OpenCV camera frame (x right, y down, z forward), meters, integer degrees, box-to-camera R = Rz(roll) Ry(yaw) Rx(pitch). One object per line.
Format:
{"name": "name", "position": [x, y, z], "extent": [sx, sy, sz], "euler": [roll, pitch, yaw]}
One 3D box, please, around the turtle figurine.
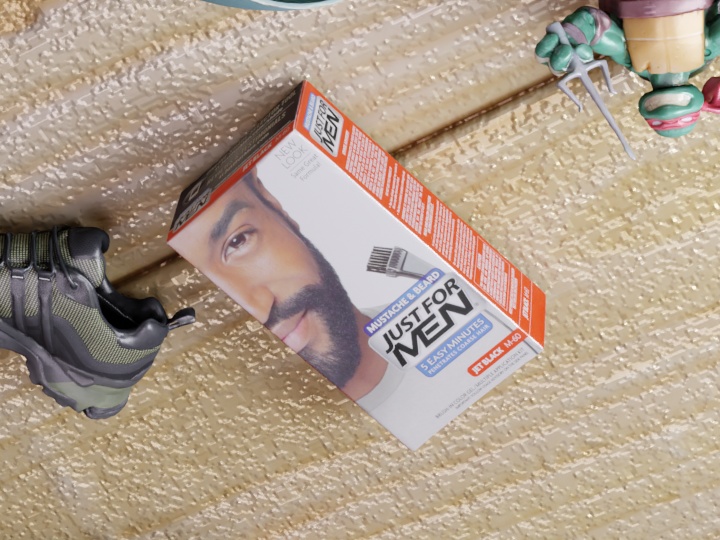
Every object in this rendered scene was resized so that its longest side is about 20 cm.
{"name": "turtle figurine", "position": [0.158, -0.138, 1.229], "extent": [0.149, 0.101, 0.201], "euler": [-12, 106, -5]}

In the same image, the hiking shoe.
{"name": "hiking shoe", "position": [-0.196, -0.001, 1.369], "extent": [0.200, 0.076, 0.101], "euler": [33, 111, -26]}

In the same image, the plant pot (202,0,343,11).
{"name": "plant pot", "position": [-0.078, -0.221, 1.161], "extent": [0.134, 0.200, 0.200], "euler": [-4, 131, 50]}

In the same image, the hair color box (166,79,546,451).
{"name": "hair color box", "position": [0.000, 0.000, 1.350], "extent": [0.200, 0.064, 0.111], "euler": [41, 117, -18]}
